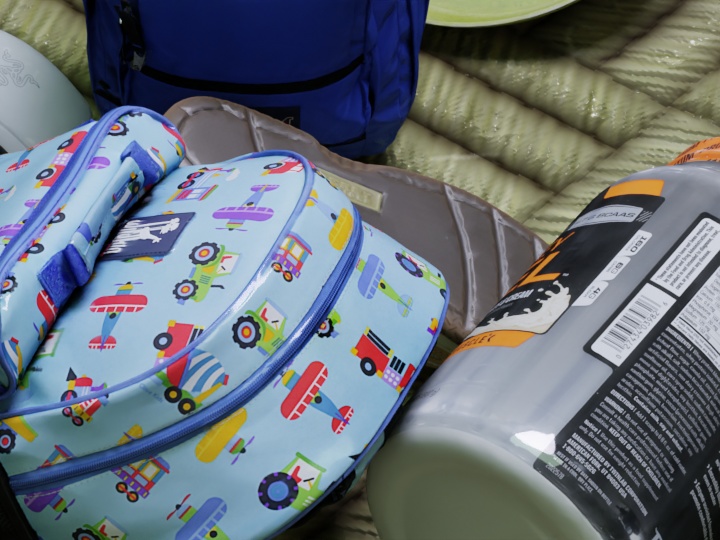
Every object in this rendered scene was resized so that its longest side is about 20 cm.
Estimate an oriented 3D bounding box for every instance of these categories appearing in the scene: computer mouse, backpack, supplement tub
[{"bbox_3d":[-0.211,-0.096,1.266,0.199,0.044,0.110,15,43,16],"label":"computer mouse"},{"bbox_3d":[-0.051,-0.127,1.190,0.161,0.201,0.169,5,52,2],"label":"backpack"},{"bbox_3d":[0.103,0.045,1.049,0.122,0.123,0.200,25,50,25],"label":"supplement tub"},{"bbox_3d":[-0.078,0.027,1.014,0.199,0.135,0.183,-13,30,38],"label":"backpack"}]

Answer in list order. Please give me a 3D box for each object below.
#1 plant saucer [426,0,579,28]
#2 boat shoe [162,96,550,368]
[{"bbox_3d":[0.069,-0.196,1.340,0.199,0.031,0.201,-8,63,16],"label":"plant saucer"},{"bbox_3d":[0.000,0.000,1.143,0.199,0.076,0.072,28,47,-5],"label":"boat shoe"}]
